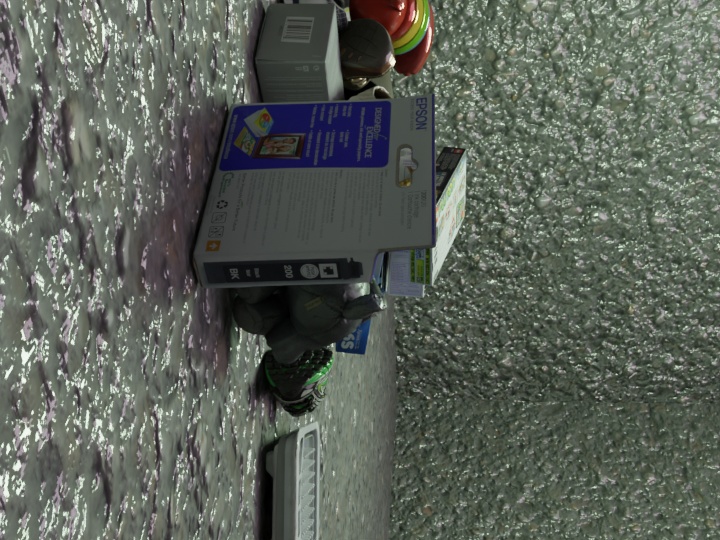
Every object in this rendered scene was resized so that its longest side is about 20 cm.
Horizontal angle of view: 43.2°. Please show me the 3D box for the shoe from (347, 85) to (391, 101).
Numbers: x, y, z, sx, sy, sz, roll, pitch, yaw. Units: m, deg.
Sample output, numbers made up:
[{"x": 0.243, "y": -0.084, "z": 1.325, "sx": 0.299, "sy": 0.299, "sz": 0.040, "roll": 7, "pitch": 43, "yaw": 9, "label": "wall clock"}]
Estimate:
[{"x": 0.021, "y": -0.181, "z": 1.081, "sx": 0.071, "sy": 0.053, "sz": 0.200, "roll": 56, "pitch": 18, "yaw": -4, "label": "shoe"}]

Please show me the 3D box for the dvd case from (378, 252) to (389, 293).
[{"x": -0.014, "y": -0.007, "z": 1.360, "sx": 0.016, "sy": 0.147, "sz": 0.202, "roll": 41, "pitch": 33, "yaw": -28, "label": "dvd case"}]

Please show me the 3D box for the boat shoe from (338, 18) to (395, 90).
[{"x": -0.008, "y": -0.267, "z": 1.140, "sx": 0.072, "sy": 0.075, "sz": 0.200, "roll": 55, "pitch": -9, "yaw": -33, "label": "boat shoe"}]

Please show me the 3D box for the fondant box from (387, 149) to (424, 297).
[{"x": 0.074, "y": -0.077, "z": 1.354, "sx": 0.145, "sy": 0.057, "sz": 0.205, "roll": -79, "pitch": 172, "yaw": -75, "label": "fondant box"}]

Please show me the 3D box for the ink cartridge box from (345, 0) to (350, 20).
[{"x": -0.027, "y": -0.440, "z": 1.339, "sx": 0.200, "sy": 0.066, "sz": 0.120, "roll": 51, "pitch": 20, "yaw": -87, "label": "ink cartridge box"}]

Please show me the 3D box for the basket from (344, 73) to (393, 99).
[{"x": -0.012, "y": -0.276, "z": 1.387, "sx": 0.202, "sy": 0.133, "sz": 0.182, "roll": -90, "pitch": 163, "yaw": -47, "label": "basket"}]

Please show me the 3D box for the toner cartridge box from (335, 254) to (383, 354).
[{"x": 0.000, "y": 0.000, "z": 1.179, "sx": 0.096, "sy": 0.042, "sz": 0.203, "roll": -93, "pitch": -170, "yaw": -55, "label": "toner cartridge box"}]

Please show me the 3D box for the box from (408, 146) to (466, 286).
[{"x": 0.108, "y": -0.079, "z": 1.251, "sx": 0.201, "sy": 0.034, "sz": 0.112, "roll": -58, "pitch": 151, "yaw": -54, "label": "box"}]

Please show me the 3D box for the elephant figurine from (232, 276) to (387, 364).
[{"x": -0.031, "y": -0.012, "z": 0.897, "sx": 0.142, "sy": 0.155, "sz": 0.200, "roll": -53, "pitch": 174, "yaw": 36, "label": "elephant figurine"}]

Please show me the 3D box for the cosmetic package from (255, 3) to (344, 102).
[{"x": -0.063, "y": -0.196, "z": 1.060, "sx": 0.202, "sy": 0.088, "sz": 0.108, "roll": 88, "pitch": 6, "yaw": -49, "label": "cosmetic package"}]

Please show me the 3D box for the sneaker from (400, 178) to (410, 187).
[{"x": 0.019, "y": -0.052, "z": 1.262, "sx": 0.075, "sy": 0.198, "sz": 0.091, "roll": -25, "pitch": 86, "yaw": -54, "label": "sneaker"}]

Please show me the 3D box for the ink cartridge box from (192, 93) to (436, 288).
[{"x": -0.031, "y": -0.073, "z": 0.782, "sx": 0.044, "sy": 0.195, "sz": 0.201, "roll": 80, "pitch": 11, "yaw": -46, "label": "ink cartridge box"}]

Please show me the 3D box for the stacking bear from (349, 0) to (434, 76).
[{"x": 0.035, "y": -0.343, "z": 1.217, "sx": 0.115, "sy": 0.120, "sz": 0.200, "roll": -60, "pitch": 173, "yaw": 11, "label": "stacking bear"}]

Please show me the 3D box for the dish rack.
[{"x": -0.080, "y": 0.272, "z": 1.082, "sx": 0.200, "sy": 0.042, "sz": 0.176, "roll": 46, "pitch": 44, "yaw": -82, "label": "dish rack"}]

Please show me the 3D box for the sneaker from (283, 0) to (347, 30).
[{"x": -0.054, "y": -0.364, "z": 1.173, "sx": 0.077, "sy": 0.078, "sz": 0.203, "roll": 79, "pitch": 7, "yaw": -48, "label": "sneaker"}]

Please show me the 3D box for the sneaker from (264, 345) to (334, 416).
[{"x": -0.065, "y": 0.131, "z": 1.059, "sx": 0.200, "sy": 0.076, "sz": 0.087, "roll": -3, "pitch": 93, "yaw": -85, "label": "sneaker"}]
